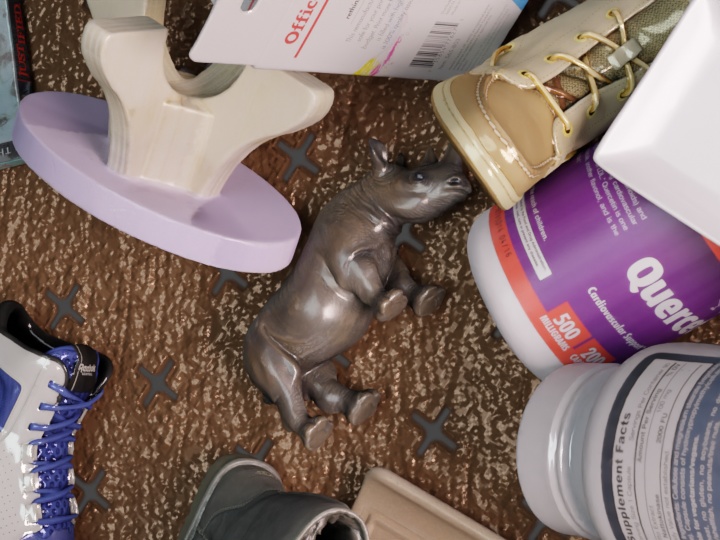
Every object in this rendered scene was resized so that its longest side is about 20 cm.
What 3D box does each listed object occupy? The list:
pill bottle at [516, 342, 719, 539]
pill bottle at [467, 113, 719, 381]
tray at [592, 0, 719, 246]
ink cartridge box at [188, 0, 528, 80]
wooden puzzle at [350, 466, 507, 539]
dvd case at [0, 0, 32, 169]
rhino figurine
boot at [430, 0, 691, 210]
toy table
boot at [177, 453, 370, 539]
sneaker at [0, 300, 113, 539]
[{"bbox_3d":[0.178,0.095,1.019,0.200,0.120,0.120,2,88,49],"label":"pill bottle"},{"bbox_3d":[0.164,-0.026,1.113,0.200,0.112,0.113,-32,75,20],"label":"pill bottle"},{"bbox_3d":[0.221,-0.045,1.017,0.200,0.022,0.107,35,97,21],"label":"tray"},{"bbox_3d":[-0.001,-0.168,1.127,0.068,0.200,0.115,58,132,34],"label":"ink cartridge box"},{"bbox_3d":[0.045,0.237,1.198,0.185,0.037,0.200,29,104,22],"label":"wooden puzzle"},{"bbox_3d":[-0.284,-0.155,1.370,0.146,0.022,0.200,-11,84,23],"label":"dvd case"},{"bbox_3d":[0.000,0.000,1.213,0.087,0.060,0.200,36,99,32],"label":"rhino figurine"},{"bbox_3d":[0.125,-0.106,1.093,0.155,0.200,0.073,-30,94,18],"label":"boot"},{"bbox_3d":[-0.107,-0.095,1.213,0.200,0.184,0.117,28,114,18],"label":"toy table"},{"bbox_3d":[-0.060,0.195,1.162,0.200,0.073,0.182,24,101,65],"label":"boot"},{"bbox_3d":[-0.203,0.102,1.288,0.115,0.081,0.200,-29,75,22],"label":"sneaker"}]
